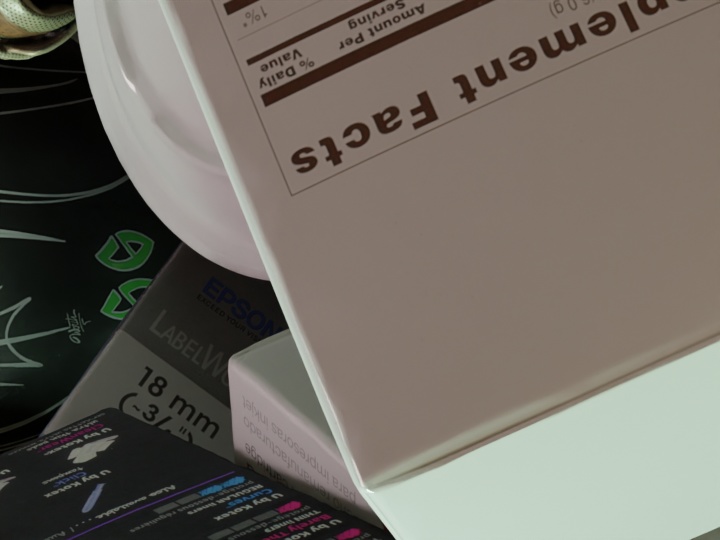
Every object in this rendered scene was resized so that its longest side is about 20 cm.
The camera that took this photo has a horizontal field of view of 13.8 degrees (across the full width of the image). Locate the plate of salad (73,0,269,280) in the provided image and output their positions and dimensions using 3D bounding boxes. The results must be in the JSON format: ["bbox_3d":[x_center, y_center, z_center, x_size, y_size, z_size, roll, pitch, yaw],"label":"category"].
[{"bbox_3d":[-0.015,-0.097,0.843,0.200,0.048,0.201,3,94,47],"label":"plate of salad"}]

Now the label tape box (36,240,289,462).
[{"bbox_3d":[-0.068,0.056,0.961,0.063,0.200,0.144,35,152,-2],"label":"label tape box"}]

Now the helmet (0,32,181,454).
[{"bbox_3d":[-0.154,-0.014,1.157,0.200,0.190,0.201,166,90,-72],"label":"helmet"}]

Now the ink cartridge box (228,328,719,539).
[{"bbox_3d":[0.040,0.122,0.797,0.145,0.083,0.200,37,139,44],"label":"ink cartridge box"}]

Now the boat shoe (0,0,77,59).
[{"bbox_3d":[-0.126,-0.110,1.017,0.200,0.076,0.072,-36,46,33],"label":"boat shoe"}]

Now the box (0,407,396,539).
[{"bbox_3d":[-0.047,0.126,0.749,0.200,0.106,0.123,17,124,56],"label":"box"}]

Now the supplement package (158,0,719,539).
[{"bbox_3d":[0.029,-0.048,0.616,0.121,0.120,0.200,59,-172,-68],"label":"supplement package"}]
